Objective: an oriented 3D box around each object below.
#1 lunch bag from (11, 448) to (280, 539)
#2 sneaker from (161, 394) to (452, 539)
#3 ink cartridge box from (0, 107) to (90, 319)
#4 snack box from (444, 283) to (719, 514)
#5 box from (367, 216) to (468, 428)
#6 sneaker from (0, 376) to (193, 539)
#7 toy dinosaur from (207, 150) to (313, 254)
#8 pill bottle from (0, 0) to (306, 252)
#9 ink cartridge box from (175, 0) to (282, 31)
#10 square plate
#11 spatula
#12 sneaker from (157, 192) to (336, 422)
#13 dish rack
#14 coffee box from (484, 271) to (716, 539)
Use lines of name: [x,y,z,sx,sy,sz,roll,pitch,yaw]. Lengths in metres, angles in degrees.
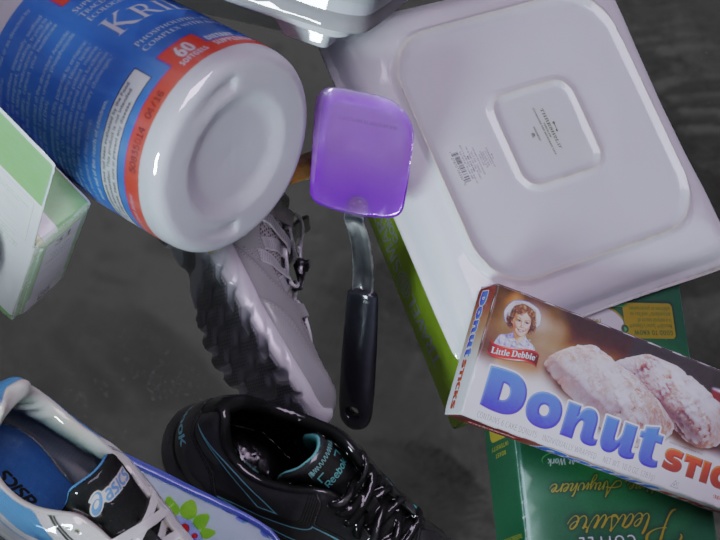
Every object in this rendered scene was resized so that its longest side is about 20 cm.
lunch bag: [-0.145,0.161,0.918,0.199,0.082,0.161,29,56,-7]
sneaker: [-0.013,0.131,0.985,0.199,0.079,0.076,31,58,-7]
ink cartridge box: [-0.199,-0.071,0.937,0.146,0.200,0.048,45,61,5]
snack box: [0.143,0.073,0.995,0.199,0.024,0.072,21,79,-21]
box: [0.075,-0.017,1.109,0.121,0.048,0.201,-13,72,-26]
sneaker: [-0.109,0.129,0.858,0.200,0.072,0.072,42,53,-1]
toy dinosaur: [0.010,-0.063,1.032,0.199,0.060,0.107,3,58,-26]
pill bottle: [-0.134,-0.097,0.981,0.200,0.113,0.112,29,52,32]
ink cartridge box: [-0.078,-0.258,1.154,0.115,0.067,0.201,10,63,-16]
square plate: [0.098,-0.070,1.036,0.197,0.028,0.201,-18,78,-29]
spatula: [0.000,0.000,1.006,0.056,0.201,0.021,11,31,19]
sneaker: [-0.055,-0.007,1.036,0.082,0.075,0.201,-19,73,-26]
dish rack: [-0.066,-0.172,0.998,0.199,0.044,0.172,19,21,8]
coffee box: [0.127,0.076,1.038,0.122,0.044,0.201,0,74,-24]
